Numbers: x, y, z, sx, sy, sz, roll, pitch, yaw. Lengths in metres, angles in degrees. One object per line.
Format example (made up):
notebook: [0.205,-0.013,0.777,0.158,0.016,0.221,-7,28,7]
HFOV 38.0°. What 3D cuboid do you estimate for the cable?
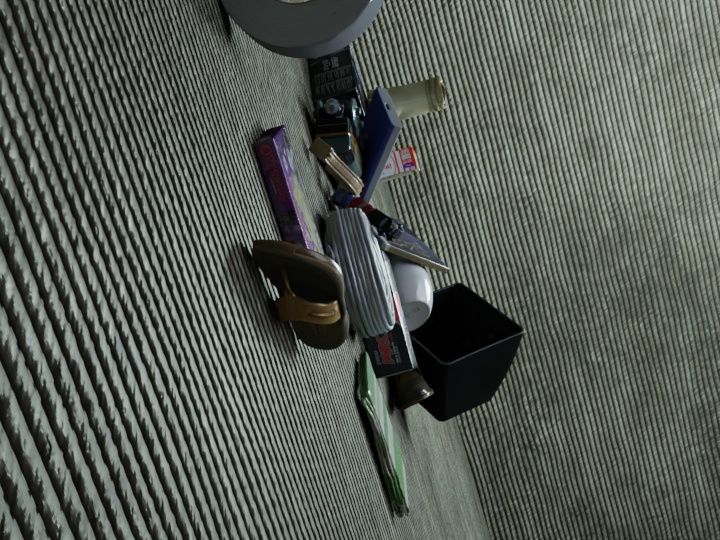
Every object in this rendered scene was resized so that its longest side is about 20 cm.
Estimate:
cable: [0.000,0.000,1.577,0.201,0.069,0.201,-99,171,-49]

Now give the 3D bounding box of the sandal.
sandal: [-0.054,0.035,1.020,0.200,0.080,0.054,74,25,-56]

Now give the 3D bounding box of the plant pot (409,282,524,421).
plant pot: [0.171,0.169,2.021,0.199,0.199,0.178,38,-44,43]

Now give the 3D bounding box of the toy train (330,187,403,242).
toy train: [0.004,-0.093,1.674,0.046,0.034,0.200,43,-5,-35]

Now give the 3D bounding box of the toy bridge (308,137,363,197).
toy bridge: [-0.027,-0.155,1.714,0.067,0.027,0.200,40,-3,21]

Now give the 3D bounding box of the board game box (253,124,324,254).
board game box: [-0.077,-0.065,1.233,0.120,0.032,0.201,-72,146,-72]

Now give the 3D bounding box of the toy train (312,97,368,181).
toy train: [-0.035,-0.219,1.811,0.200,0.085,0.115,66,23,-71]

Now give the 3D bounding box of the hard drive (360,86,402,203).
hard drive: [0.016,-0.214,1.905,0.132,0.025,0.201,-108,-146,-48]

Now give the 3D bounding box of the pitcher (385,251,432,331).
pitcher: [0.038,-0.002,1.818,0.171,0.121,0.201,39,21,-47]

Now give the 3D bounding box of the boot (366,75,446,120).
boot: [0.092,-0.338,2.063,0.200,0.154,0.073,-81,155,-77]

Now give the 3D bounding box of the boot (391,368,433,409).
boot: [0.077,0.189,1.880,0.200,0.074,0.097,-173,-123,-86]

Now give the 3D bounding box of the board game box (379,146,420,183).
board game box: [0.041,-0.203,2.111,0.200,0.150,0.047,-40,114,-85]

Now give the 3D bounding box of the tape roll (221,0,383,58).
tape roll: [-0.068,-0.350,1.201,0.066,0.199,0.202,5,70,-82]

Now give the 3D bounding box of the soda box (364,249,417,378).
soda box: [0.034,0.072,1.708,0.063,0.070,0.201,15,59,-80]

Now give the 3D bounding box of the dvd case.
dvd case: [0.054,-0.063,1.811,0.199,0.016,0.149,19,23,-50]

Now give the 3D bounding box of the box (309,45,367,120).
box: [-0.034,-0.326,2.025,0.201,0.086,0.164,-98,170,-49]

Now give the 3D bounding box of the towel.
towel: [0.031,0.235,1.505,0.153,0.023,0.201,-89,161,-72]
